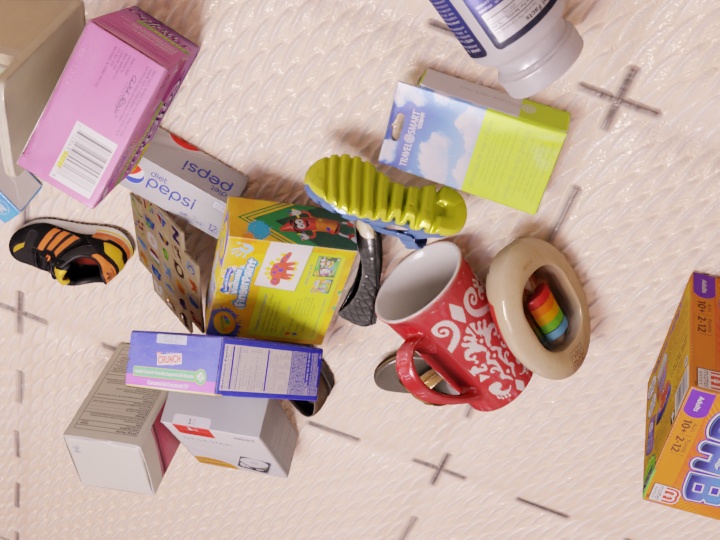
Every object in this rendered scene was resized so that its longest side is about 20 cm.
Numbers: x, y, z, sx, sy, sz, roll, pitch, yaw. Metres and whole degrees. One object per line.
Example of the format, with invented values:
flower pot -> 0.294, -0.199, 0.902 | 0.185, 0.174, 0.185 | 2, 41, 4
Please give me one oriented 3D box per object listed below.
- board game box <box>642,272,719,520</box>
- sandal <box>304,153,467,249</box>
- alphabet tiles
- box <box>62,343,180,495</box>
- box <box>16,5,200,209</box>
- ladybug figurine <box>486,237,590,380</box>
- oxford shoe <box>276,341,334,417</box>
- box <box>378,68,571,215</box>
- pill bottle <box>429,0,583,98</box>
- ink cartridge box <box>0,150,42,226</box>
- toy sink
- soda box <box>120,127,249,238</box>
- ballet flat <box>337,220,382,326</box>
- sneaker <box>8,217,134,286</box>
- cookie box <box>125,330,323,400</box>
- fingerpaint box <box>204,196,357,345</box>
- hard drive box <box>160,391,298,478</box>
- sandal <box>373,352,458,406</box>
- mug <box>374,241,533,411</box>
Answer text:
board game box -> 0.463, 0.161, 1.249 | 0.197, 0.201, 0.202 | 13, 132, 7
sandal -> 0.024, -0.073, 1.253 | 0.197, 0.080, 0.087 | 21, 152, -8
alphabet tiles -> -0.261, -0.010, 1.414 | 0.166, 0.006, 0.202 | 43, 148, 30
box -> -0.338, 0.221, 1.576 | 0.126, 0.201, 0.110 | 5, 130, 15
box -> -0.277, -0.189, 1.174 | 0.096, 0.200, 0.177 | 30, 106, -9
ladybug figurine -> 0.217, 0.050, 1.299 | 0.072, 0.136, 0.201 | 4, 131, 54
oxford shoe -> -0.106, 0.130, 1.500 | 0.072, 0.085, 0.201 | -18, 119, 33
box -> 0.129, -0.151, 1.206 | 0.197, 0.048, 0.123 | 19, 132, 4
pill bottle -> 0.134, -0.280, 1.050 | 0.115, 0.116, 0.200 | -25, 118, 34
ink cartridge box -> -0.559, -0.103, 1.470 | 0.198, 0.068, 0.116 | -25, 117, 34
toy sink -> -0.415, -0.226, 1.229 | 0.110, 0.201, 0.132 | 14, 133, 6
soda box -> -0.248, -0.128, 1.342 | 0.198, 0.069, 0.064 | 30, 132, -6
ballet flat -> 0.000, 0.000, 1.362 | 0.056, 0.067, 0.202 | 5, 132, 1
sneaker -> -0.425, -0.019, 1.479 | 0.197, 0.091, 0.071 | 3, 130, 16
cookie box -> -0.176, 0.125, 1.364 | 0.169, 0.077, 0.199 | 2, 173, 38
fingerpaint box -> -0.108, 0.004, 1.359 | 0.164, 0.074, 0.201 | 5, 139, -14
hard drive box -> -0.193, 0.237, 1.576 | 0.153, 0.078, 0.201 | 7, 154, 14
sandal -> 0.113, 0.165, 1.472 | 0.197, 0.055, 0.083 | 12, 132, 9
mug -> 0.115, 0.095, 1.347 | 0.200, 0.178, 0.133 | 47, 167, -27
